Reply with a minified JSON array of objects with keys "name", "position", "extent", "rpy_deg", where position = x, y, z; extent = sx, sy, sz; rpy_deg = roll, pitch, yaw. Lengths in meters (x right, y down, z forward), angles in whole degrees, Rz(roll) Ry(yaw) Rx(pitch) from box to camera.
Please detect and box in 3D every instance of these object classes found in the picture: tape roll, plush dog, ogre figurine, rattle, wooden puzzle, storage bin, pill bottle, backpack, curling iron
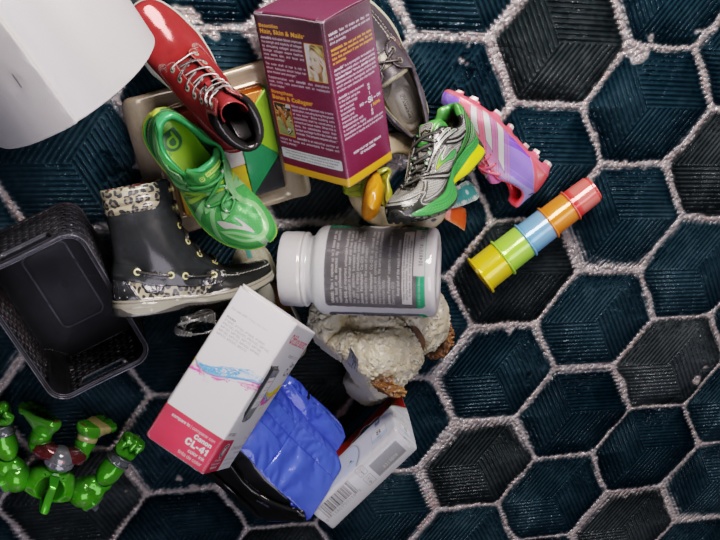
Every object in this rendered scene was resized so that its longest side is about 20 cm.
[{"name":"tape roll","position":[-0.330,-0.240,1.077],"extent":[0.202,0.203,0.140],"rpy_deg":[-32,124,0]},{"name":"plush dog","position":[0.050,0.085,1.427],"extent":[0.172,0.160,0.201],"rpy_deg":[-45,125,-19]},{"name":"ogre figurine","position":[-0.397,0.245,1.381],"extent":[0.199,0.098,0.121],"rpy_deg":[14,101,-37]},{"name":"rattle","position":[0.083,-0.087,1.338],"extent":[0.199,0.143,0.131],"rpy_deg":[31,86,-23]},{"name":"wooden puzzle","position":[-0.168,-0.143,1.279],"extent":[0.198,0.037,0.186],"rpy_deg":[-16,122,-9]},{"name":"storage bin","position":[-0.357,0.037,1.282],"extent":[0.134,0.094,0.201],"rpy_deg":[-26,122,-3]},{"name":"pill bottle","position":[0.000,0.000,1.336],"extent":[0.198,0.113,0.114],"rpy_deg":[2,120,8]},{"name":"backpack","position":[-0.138,0.218,1.411],"extent":[0.200,0.162,0.168],"rpy_deg":[43,56,-15]},{"name":"curling iron","position":[-0.178,0.050,1.287],"extent":[0.049,0.200,0.026],"rpy_deg":[-5,98,9]}]

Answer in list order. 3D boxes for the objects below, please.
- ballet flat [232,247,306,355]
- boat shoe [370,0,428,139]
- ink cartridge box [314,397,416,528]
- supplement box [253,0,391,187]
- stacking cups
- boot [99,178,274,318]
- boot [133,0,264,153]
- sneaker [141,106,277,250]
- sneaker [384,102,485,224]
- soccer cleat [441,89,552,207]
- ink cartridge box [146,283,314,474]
[{"name":"ballet flat","position":[-0.119,0.055,1.389],"extent":[0.067,0.062,0.201],"rpy_deg":[-25,123,-3]},{"name":"boat shoe","position":[0.032,-0.241,1.275],"extent":[0.072,0.065,0.201],"rpy_deg":[-31,123,0]},{"name":"ink cartridge box","position":[-0.003,0.242,1.458],"extent":[0.047,0.200,0.160],"rpy_deg":[42,99,-15]},{"name":"supplement box","position":[-0.041,-0.212,1.227],"extent":[0.086,0.110,0.201],"rpy_deg":[-36,130,-38]},{"name":"stacking cups","position":[0.240,-0.055,1.452],"extent":[0.200,0.061,0.061],"rpy_deg":[-40,122,3]},{"name":"boot","position":[-0.205,-0.035,1.255],"extent":[0.202,0.073,0.155],"rpy_deg":[-12,98,-26]},{"name":"boot","position":[-0.177,-0.215,1.154],"extent":[0.072,0.144,0.200],"rpy_deg":[-39,104,-7]},{"name":"sneaker","position":[-0.174,-0.099,1.198],"extent":[0.074,0.084,0.200],"rpy_deg":[-44,103,-8]},{"name":"sneaker","position":[0.077,-0.125,1.254],"extent":[0.078,0.200,0.086],"rpy_deg":[-5,126,35]},{"name":"soccer cleat","position":[0.167,-0.158,1.365],"extent":[0.199,0.067,0.077],"rpy_deg":[34,93,-34]},{"name":"ink cartridge box","position":[-0.147,0.129,1.237],"extent":[0.085,0.148,0.201],"rpy_deg":[33,87,9]}]
